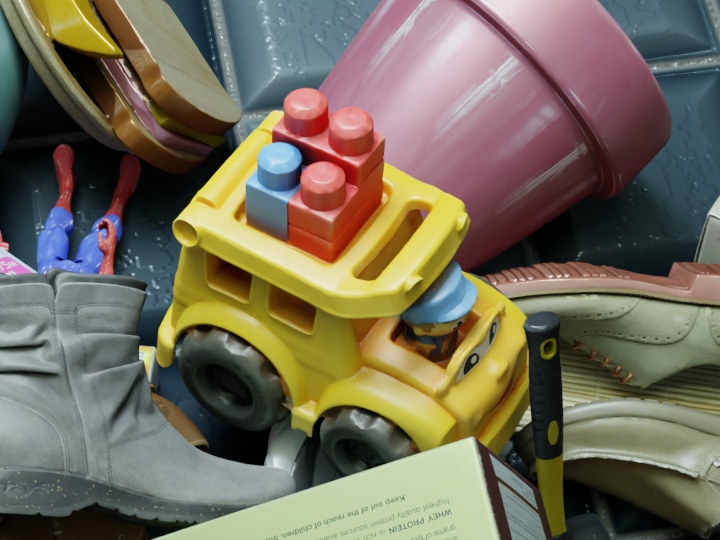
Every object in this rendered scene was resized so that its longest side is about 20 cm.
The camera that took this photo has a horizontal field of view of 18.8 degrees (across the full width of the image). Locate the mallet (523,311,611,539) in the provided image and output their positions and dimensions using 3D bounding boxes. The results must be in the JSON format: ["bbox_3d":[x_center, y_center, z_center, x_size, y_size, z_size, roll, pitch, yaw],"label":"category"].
[{"bbox_3d":[0.112,0.101,1.182,0.066,0.200,0.041,-12,38,-18],"label":"mallet"}]

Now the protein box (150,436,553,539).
[{"bbox_3d":[0.007,0.218,1.078,0.199,0.135,0.200,-19,67,13],"label":"protein box"}]

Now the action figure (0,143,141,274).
[{"bbox_3d":[-0.170,-0.020,1.264,0.065,0.099,0.200,6,42,0],"label":"action figure"}]

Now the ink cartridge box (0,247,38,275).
[{"bbox_3d":[-0.262,0.014,1.205,0.200,0.119,0.042,35,27,20],"label":"ink cartridge box"}]

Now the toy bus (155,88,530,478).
[{"bbox_3d":[0.000,0.000,1.156,0.200,0.192,0.136,27,51,16],"label":"toy bus"}]

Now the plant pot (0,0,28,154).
[{"bbox_3d":[-0.292,-0.119,1.300,0.201,0.201,0.161,21,40,10],"label":"plant pot"}]

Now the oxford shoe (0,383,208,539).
[{"bbox_3d":[-0.155,0.141,1.160,0.071,0.071,0.200,36,62,11],"label":"oxford shoe"}]

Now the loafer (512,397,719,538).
[{"bbox_3d":[0.186,0.116,1.240,0.200,0.076,0.067,3,72,0],"label":"loafer"}]

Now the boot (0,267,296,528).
[{"bbox_3d":[-0.117,0.066,1.128,0.200,0.070,0.132,8,79,-30],"label":"boot"}]

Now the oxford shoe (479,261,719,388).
[{"bbox_3d":[0.149,0.034,1.275,0.200,0.071,0.074,1,99,1],"label":"oxford shoe"}]

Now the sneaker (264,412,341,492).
[{"bbox_3d":[0.010,0.097,1.243,0.114,0.075,0.200,10,55,6],"label":"sneaker"}]

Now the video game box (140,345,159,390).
[{"bbox_3d":[-0.225,0.120,1.234,0.200,0.047,0.182,5,60,0],"label":"video game box"}]

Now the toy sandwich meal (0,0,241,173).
[{"bbox_3d":[-0.152,-0.154,1.332,0.070,0.205,0.205,-28,59,14],"label":"toy sandwich meal"}]

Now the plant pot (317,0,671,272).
[{"bbox_3d":[0.057,-0.087,1.308,0.179,0.200,0.200,-44,69,-9],"label":"plant pot"}]

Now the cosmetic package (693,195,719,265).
[{"bbox_3d":[0.298,-0.058,1.356,0.105,0.071,0.200,29,58,17],"label":"cosmetic package"}]

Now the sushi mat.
[{"bbox_3d":[0.186,0.069,1.309,0.200,0.012,0.096,8,57,2],"label":"sushi mat"}]
